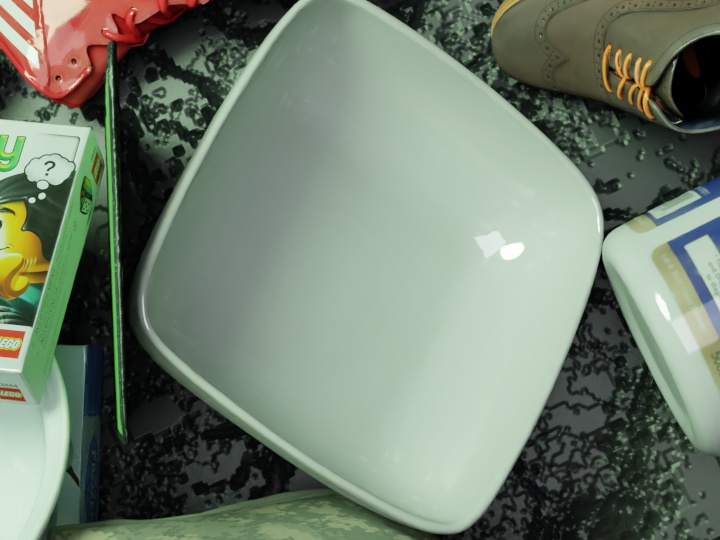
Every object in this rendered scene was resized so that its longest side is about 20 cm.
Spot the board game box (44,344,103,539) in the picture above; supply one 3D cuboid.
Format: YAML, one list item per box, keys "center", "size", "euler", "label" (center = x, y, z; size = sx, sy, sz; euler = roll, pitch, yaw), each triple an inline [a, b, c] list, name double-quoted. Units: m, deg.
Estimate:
- center: [-0.231, 0.135, 0.803]
  size: [0.197, 0.043, 0.202]
  euler: [1, 85, 5]
  label: "board game box"

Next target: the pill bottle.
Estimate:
- center: [0.221, -0.007, 0.739]
  size: [0.198, 0.116, 0.117]
  euler: [-26, 85, 3]
  label: "pill bottle"

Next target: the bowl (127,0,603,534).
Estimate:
- center: [0.000, 0.000, 0.739]
  size: [0.199, 0.074, 0.201]
  euler: [35, 67, -18]
  label: "bowl"

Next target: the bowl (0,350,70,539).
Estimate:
- center: [-0.220, 0.101, 0.721]
  size: [0.198, 0.091, 0.203]
  euler: [-2, 58, 3]
  label: "bowl"

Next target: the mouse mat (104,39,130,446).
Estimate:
- center: [-0.110, -0.006, 0.726]
  size: [0.007, 0.200, 0.163]
  euler: [-2, 87, -9]
  label: "mouse mat"

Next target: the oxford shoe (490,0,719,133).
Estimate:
- center: [0.134, -0.101, 0.735]
  size: [0.198, 0.072, 0.072]
  euler: [4, 123, 40]
  label: "oxford shoe"

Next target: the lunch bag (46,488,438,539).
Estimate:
- center: [-0.018, 0.166, 0.693]
  size: [0.198, 0.164, 0.119]
  euler: [-6, 101, -27]
  label: "lunch bag"

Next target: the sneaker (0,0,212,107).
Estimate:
- center: [-0.098, -0.132, 0.803]
  size: [0.198, 0.078, 0.117]
  euler: [13, 96, 17]
  label: "sneaker"

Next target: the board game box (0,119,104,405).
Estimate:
- center: [-0.225, -0.012, 0.719]
  size: [0.197, 0.035, 0.127]
  euler: [5, 59, 7]
  label: "board game box"
